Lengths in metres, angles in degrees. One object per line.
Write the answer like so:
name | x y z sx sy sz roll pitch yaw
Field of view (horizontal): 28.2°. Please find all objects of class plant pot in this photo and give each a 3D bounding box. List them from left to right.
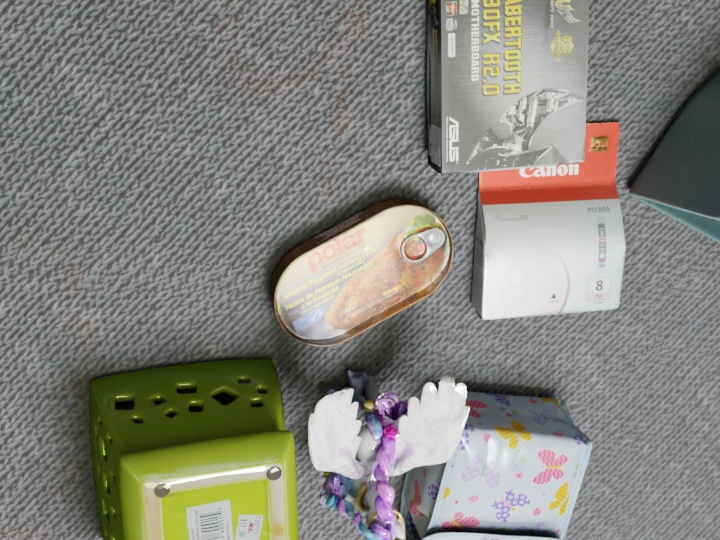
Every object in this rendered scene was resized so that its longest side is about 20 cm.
plant pot | -0.162 0.221 1.443 0.199 0.182 0.200 -7 113 -14
plant pot | 0.441 -0.117 1.492 0.196 0.196 0.200 25 91 -23

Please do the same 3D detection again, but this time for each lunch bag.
lunch bag | 0.143 0.244 1.572 0.169 0.127 0.200 8 114 -17

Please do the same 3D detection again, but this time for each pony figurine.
pony figurine | 0.013 0.183 1.467 0.166 0.200 0.193 -2 110 -15

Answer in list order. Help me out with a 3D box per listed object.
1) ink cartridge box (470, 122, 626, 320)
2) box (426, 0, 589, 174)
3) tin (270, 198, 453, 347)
ink cartridge box | 0.202 -0.051 1.519 0.162 0.057 0.200 -4 116 -15
box | 0.147 -0.203 1.436 0.158 0.048 0.200 -5 107 -14
tin | 0.000 0.000 1.485 0.200 0.042 0.112 -28 119 -5
